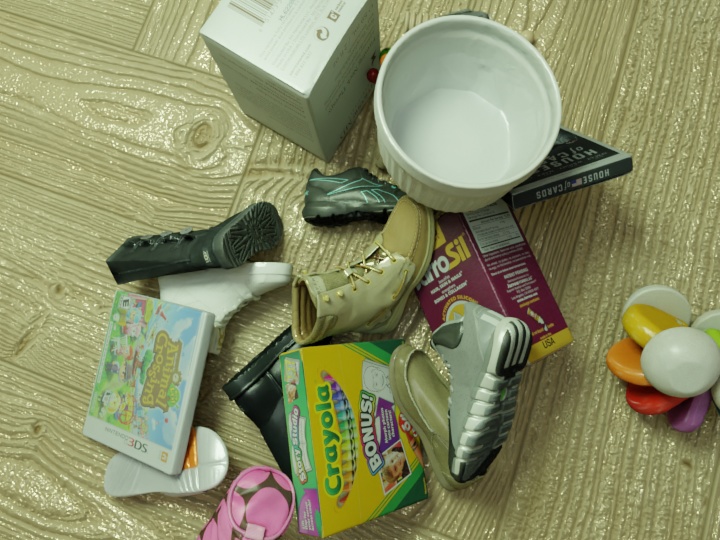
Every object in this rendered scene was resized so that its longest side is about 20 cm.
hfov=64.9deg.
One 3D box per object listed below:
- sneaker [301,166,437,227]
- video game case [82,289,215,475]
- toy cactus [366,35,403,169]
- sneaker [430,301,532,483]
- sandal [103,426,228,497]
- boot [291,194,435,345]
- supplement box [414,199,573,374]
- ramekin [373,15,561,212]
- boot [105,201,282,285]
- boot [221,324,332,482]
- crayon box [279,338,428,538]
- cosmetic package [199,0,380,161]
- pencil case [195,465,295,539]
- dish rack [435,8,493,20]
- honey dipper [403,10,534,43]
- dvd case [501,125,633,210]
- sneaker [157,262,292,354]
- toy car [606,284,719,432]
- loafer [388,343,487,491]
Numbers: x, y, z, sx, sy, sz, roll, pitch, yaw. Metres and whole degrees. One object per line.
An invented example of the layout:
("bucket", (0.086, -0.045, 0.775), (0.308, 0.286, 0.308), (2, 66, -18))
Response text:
("sneaker", (0.014, -0.107, 0.792), (0.195, 0.076, 0.081), (0, 77, 3))
("video game case", (-0.283, 0.140, 0.748), (0.178, 0.022, 0.205), (9, 84, 29))
("toy cactus", (0.063, -0.204, 0.766), (0.101, 0.166, 0.201), (-23, 67, -45))
("sneaker", (0.120, 0.131, 0.654), (0.115, 0.074, 0.205), (32, 113, 46))
("sandal", (-0.249, 0.259, 0.753), (0.202, 0.059, 0.081), (-14, 61, 22))
("boot", (0.000, 0.000, 0.687), (0.073, 0.153, 0.203), (48, 128, 38))
("supplement box", (0.153, 0.029, 0.714), (0.102, 0.131, 0.204), (-14, 75, -37))
("ramekin", (0.108, -0.162, 0.627), (0.195, 0.105, 0.205), (1, 73, -4))
("boot", (-0.227, -0.038, 0.790), (0.196, 0.165, 0.067), (-10, 104, 24))
("boot", (-0.061, 0.158, 0.749), (0.200, 0.076, 0.169), (-41, 98, -27))
("crayon box", (-0.006, 0.193, 0.692), (0.058, 0.170, 0.205), (-19, 75, 45))
("cosmetic package", (-0.080, -0.291, 0.768), (0.164, 0.200, 0.169), (31, 82, 9))
("pencil case", (-0.145, 0.318, 0.665), (0.089, 0.094, 0.202), (29, 125, -1))
("dish rack", (0.148, -0.271, 0.811), (0.150, 0.055, 0.205), (-17, 89, 2))
("honey dipper", (0.163, -0.361, 0.850), (0.195, 0.038, 0.039), (6, 79, 3))
("dvd case", (0.230, -0.140, 0.734), (0.147, 0.201, 0.025), (-18, 115, 0))
("sneaker", (-0.181, 0.054, 0.779), (0.195, 0.074, 0.119), (-9, 80, 12))
("toy car", (0.402, 0.125, 0.695), (0.196, 0.175, 0.153), (20, 115, 7))
("loafer", (0.103, 0.180, 0.711), (0.076, 0.067, 0.203), (-36, 101, -46))
